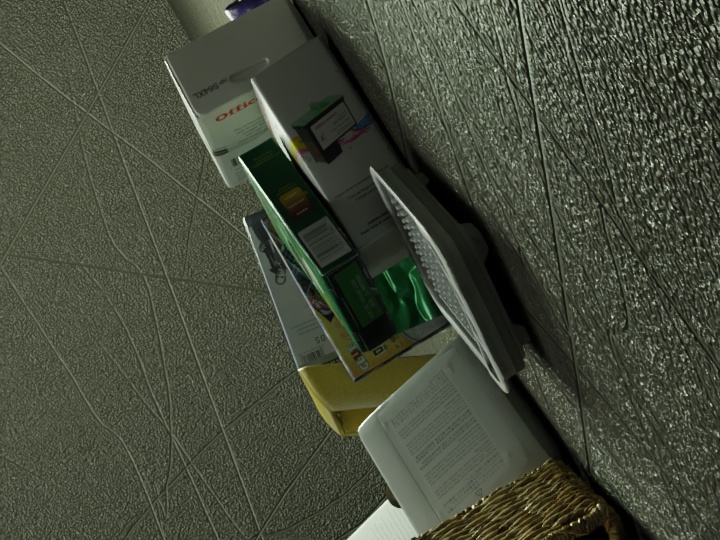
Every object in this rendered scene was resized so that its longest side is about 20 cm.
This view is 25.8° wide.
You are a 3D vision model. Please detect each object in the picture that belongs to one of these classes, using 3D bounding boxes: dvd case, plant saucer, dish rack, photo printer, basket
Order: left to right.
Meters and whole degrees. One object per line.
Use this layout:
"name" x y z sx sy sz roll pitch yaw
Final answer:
"dvd case" -0.033 0.001 1.786 0.025 0.149 0.201 62 -174 -70
"plant saucer" 0.039 0.147 1.793 0.200 0.198 0.049 73 -169 -72
"dish rack" 0.081 -0.004 1.352 0.172 0.043 0.200 62 175 -30
"photo printer" 0.104 0.184 1.547 0.069 0.166 0.200 36 -166 -48
"basket" 0.144 0.287 1.392 0.144 0.199 0.149 63 174 -15

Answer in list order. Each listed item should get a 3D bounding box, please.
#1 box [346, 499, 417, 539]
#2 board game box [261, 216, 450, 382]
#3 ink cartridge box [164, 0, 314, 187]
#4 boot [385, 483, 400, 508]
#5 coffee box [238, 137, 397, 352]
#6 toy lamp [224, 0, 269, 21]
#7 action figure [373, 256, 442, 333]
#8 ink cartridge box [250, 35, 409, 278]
"box" 0.111 0.312 1.827 0.152 0.200 0.106 38 -170 -40
"board game box" 0.000 0.000 1.697 0.201 0.135 0.035 60 176 8
"ink cartridge box" -0.109 -0.186 1.656 0.085 0.145 0.200 60 175 18
"boot" 0.064 0.209 1.712 0.075 0.097 0.200 48 129 14
"coffee box" -0.042 -0.027 1.494 0.200 0.044 0.123 53 173 44
"toy lamp" -0.147 -0.338 1.678 0.201 0.058 0.058 62 175 -15
"action figure" 0.017 -0.034 1.639 0.055 0.117 0.201 -9 -103 -82
"ink cartridge box" -0.017 -0.105 1.525 0.201 0.084 0.145 58 176 13
